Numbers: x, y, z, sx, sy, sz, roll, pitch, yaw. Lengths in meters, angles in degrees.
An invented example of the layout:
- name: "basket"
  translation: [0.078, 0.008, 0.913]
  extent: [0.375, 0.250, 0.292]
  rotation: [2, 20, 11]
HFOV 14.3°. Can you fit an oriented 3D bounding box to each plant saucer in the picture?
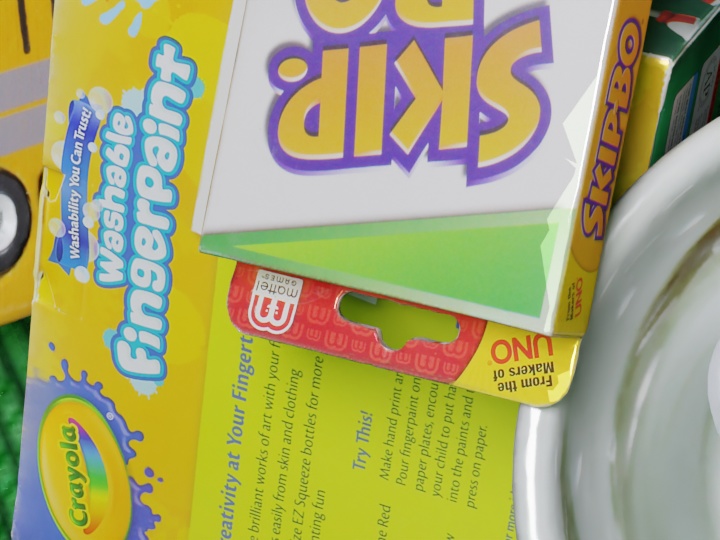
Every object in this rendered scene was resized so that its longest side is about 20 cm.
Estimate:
- name: "plant saucer"
  translation: [0.134, 0.053, 0.686]
  extent: [0.199, 0.050, 0.201]
  rotation: [0, 82, -1]

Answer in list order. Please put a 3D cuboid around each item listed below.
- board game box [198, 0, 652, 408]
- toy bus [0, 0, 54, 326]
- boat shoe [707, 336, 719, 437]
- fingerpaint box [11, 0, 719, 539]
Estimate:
- name: "board game box"
  translation: [0.022, -0.075, 0.663]
  extent: [0.095, 0.030, 0.201]
  rotation: [13, 96, 27]
- name: "toy bus"
  translation: [-0.115, -0.089, 0.803]
  extent: [0.065, 0.078, 0.201]
  rotation: [10, 114, 39]
- name: "boat shoe"
  translation: [0.170, 0.060, 0.627]
  extent: [0.199, 0.068, 0.074]
  rotation: [35, 82, 3]
- name: "fingerpaint box"
  translation: [0.000, 0.000, 0.766]
  extent: [0.166, 0.073, 0.201]
  rotation: [17, 119, 17]
